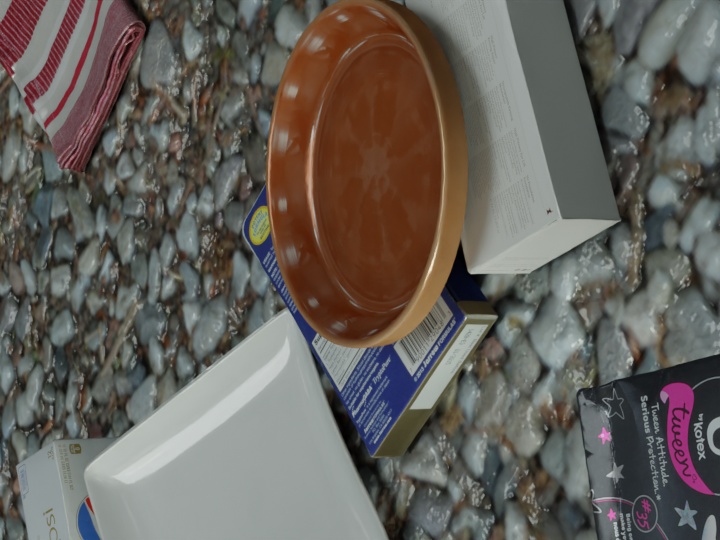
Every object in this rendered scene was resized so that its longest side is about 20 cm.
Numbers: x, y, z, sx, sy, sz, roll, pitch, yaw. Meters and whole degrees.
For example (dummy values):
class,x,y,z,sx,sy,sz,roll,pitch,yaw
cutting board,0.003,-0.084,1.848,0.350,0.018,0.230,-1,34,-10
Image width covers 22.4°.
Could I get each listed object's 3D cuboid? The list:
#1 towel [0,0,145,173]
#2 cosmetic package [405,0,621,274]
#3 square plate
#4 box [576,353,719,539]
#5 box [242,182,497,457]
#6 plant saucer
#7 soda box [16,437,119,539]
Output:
class,x,y,z,sx,sy,sz,roll,pitch,yaw
towel,-0.239,-0.193,1.437,0.200,0.023,0.145,55,128,37
cosmetic package,0.080,-0.106,1.011,0.082,0.050,0.201,-33,63,51
square plate,-0.081,0.156,1.171,0.198,0.028,0.201,-37,52,18
box,0.191,0.140,0.800,0.114,0.132,0.202,-18,75,46
box,0.000,0.000,1.122,0.121,0.032,0.200,-58,49,32
plant saucer,0.005,-0.056,1.053,0.200,0.032,0.202,3,93,58
soda box,-0.193,0.226,1.327,0.064,0.068,0.201,-31,65,46
